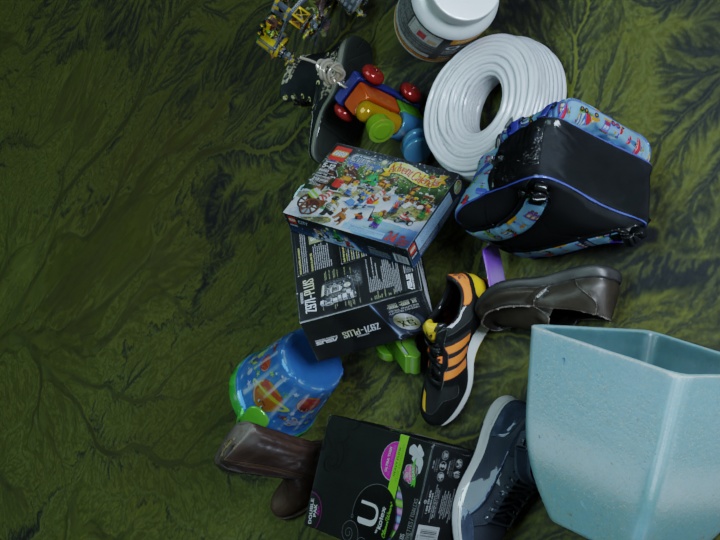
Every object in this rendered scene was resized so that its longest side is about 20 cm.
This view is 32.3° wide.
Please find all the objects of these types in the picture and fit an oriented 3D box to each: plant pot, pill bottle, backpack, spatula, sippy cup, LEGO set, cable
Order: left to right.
[{"bbox_3d":[-0.094,0.149,1.716,0.130,0.139,0.178,-44,37,45],"label":"sippy cup"},{"bbox_3d":[-0.059,-0.392,1.901,0.200,0.116,0.154,-54,1,-35],"label":"LEGO set"},{"bbox_3d":[0.115,-0.347,1.622,0.200,0.116,0.117,164,119,-81],"label":"pill bottle"},{"bbox_3d":[0.171,-0.211,1.606,0.200,0.069,0.200,-58,42,17],"label":"cable"},{"bbox_3d":[0.170,-0.068,1.534,0.020,0.056,0.201,7,98,26],"label":"spatula"},{"bbox_3d":[0.215,-0.093,1.441,0.200,0.182,0.135,-23,51,56],"label":"backpack"},{"bbox_3d":[0.285,0.176,1.255,0.196,0.195,0.201,19,102,50],"label":"plant pot"}]

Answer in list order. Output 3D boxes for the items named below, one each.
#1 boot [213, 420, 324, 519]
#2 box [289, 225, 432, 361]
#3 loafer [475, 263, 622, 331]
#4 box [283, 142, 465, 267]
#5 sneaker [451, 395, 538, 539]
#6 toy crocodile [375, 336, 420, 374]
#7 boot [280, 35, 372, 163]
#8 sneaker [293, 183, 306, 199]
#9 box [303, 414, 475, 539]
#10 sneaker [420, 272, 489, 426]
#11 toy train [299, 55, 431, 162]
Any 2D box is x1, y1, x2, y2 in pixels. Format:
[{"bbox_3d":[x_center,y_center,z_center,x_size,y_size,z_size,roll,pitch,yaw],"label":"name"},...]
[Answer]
[{"bbox_3d":[-0.132,0.272,1.686,0.186,0.200,0.064,-48,49,29],"label":"boot"},{"bbox_3d":[0.000,0.000,1.636,0.163,0.086,0.200,-16,47,7],"label":"box"},{"bbox_3d":[0.215,0.046,1.460,0.200,0.073,0.072,-19,61,44],"label":"loafer"},{"bbox_3d":[0.017,-0.088,1.620,0.199,0.038,0.137,17,58,32],"label":"box"},{"bbox_3d":[0.186,0.253,1.420,0.146,0.077,0.203,12,85,53],"label":"sneaker"},{"bbox_3d":[0.033,0.062,1.684,0.200,0.062,0.068,52,156,43],"label":"toy crocodile"},{"bbox_3d":[-0.064,-0.251,1.894,0.153,0.073,0.204,0,70,51],"label":"boot"},{"bbox_3d":[-0.063,-0.097,1.792,0.200,0.130,0.080,16,90,51],"label":"sneaker"},{"bbox_3d":[0.049,0.274,1.535,0.200,0.124,0.149,8,82,51],"label":"box"},{"bbox_3d":[0.103,0.095,1.561,0.070,0.090,0.201,26,97,50],"label":"sneaker"},{"bbox_3d":[0.008,-0.219,1.691,0.085,0.200,0.116,-51,41,24],"label":"toy train"}]
